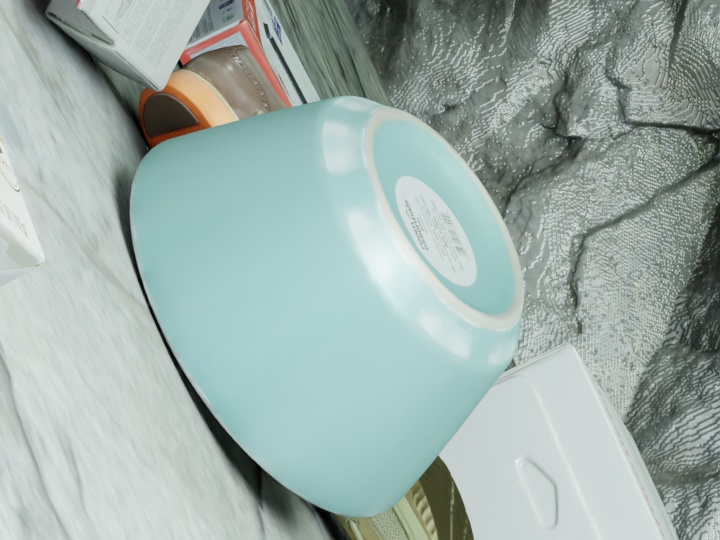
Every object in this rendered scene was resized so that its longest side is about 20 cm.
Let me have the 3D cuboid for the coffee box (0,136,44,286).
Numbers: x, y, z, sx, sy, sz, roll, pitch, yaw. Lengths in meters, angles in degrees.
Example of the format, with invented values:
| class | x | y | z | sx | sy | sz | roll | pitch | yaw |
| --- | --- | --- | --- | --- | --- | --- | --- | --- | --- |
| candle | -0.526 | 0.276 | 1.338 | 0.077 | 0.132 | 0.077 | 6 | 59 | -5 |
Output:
| class | x | y | z | sx | sy | sz | roll | pitch | yaw |
| --- | --- | --- | --- | --- | --- | --- | --- | --- | --- |
| coffee box | -0.156 | -0.087 | 0.662 | 0.200 | 0.080 | 0.113 | 67 | 7 | 25 |

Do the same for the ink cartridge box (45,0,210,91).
| class | x | y | z | sx | sy | sz | roll | pitch | yaw |
| --- | --- | --- | --- | --- | --- | --- | --- | --- | --- |
| ink cartridge box | -0.082 | -0.196 | 1.325 | 0.045 | 0.200 | 0.176 | 27 | -4 | 12 |

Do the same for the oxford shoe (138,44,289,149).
| class | x | y | z | sx | sy | sz | roll | pitch | yaw |
| --- | --- | --- | --- | --- | --- | --- | --- | --- | --- |
| oxford shoe | -0.028 | -0.026 | 1.445 | 0.071 | 0.073 | 0.200 | -24 | -79 | 51 |

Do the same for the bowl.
| class | x | y | z | sx | sy | sz | roll | pitch | yaw |
| --- | --- | --- | --- | --- | --- | --- | --- | --- | --- |
| bowl | 0.000 | 0.000 | 1.297 | 0.201 | 0.105 | 0.201 | 43 | 28 | -29 |

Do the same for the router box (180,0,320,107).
| class | x | y | z | sx | sy | sz | roll | pitch | yaw |
| --- | --- | --- | --- | --- | --- | --- | --- | --- | --- |
| router box | -0.059 | -0.104 | 1.823 | 0.180 | 0.049 | 0.200 | 62 | 6 | -22 |

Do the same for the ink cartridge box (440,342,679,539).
| class | x | y | z | sx | sy | sz | roll | pitch | yaw |
| --- | --- | --- | --- | --- | --- | --- | --- | --- | --- |
| ink cartridge box | 0.104 | 0.160 | 1.642 | 0.147 | 0.146 | 0.200 | 67 | 6 | 24 |

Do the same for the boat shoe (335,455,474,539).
| class | x | y | z | sx | sy | sz | roll | pitch | yaw |
| --- | --- | --- | --- | --- | --- | --- | --- | --- | --- |
| boat shoe | 0.008 | 0.118 | 1.435 | 0.073 | 0.063 | 0.201 | -81 | 152 | -53 |
